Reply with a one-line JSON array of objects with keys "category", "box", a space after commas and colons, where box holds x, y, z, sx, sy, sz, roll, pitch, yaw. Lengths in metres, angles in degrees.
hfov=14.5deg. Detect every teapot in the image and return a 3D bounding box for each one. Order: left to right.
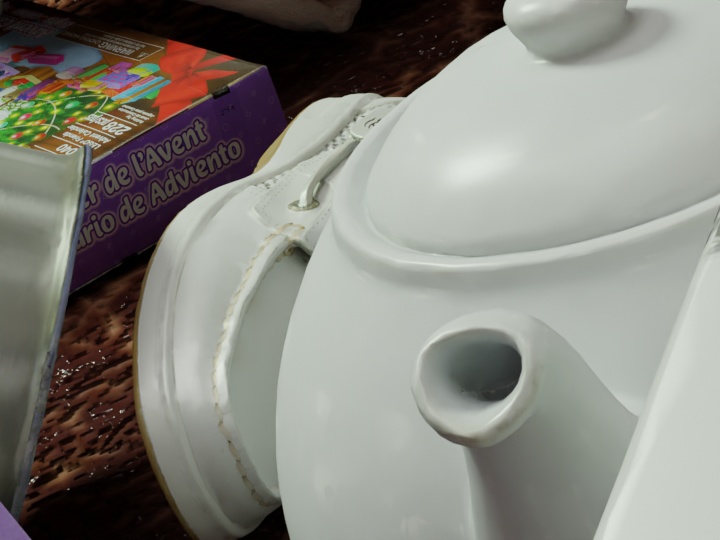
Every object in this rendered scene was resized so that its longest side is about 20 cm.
[{"category": "teapot", "box": [0.063, 0.001, 0.598, 0.197, 0.146, 0.200, -29, 25, -21]}]

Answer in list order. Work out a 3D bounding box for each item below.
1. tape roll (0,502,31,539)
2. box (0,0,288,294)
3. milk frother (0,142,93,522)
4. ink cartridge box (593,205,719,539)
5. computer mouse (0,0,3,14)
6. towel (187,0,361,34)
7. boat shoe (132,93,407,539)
[{"category": "tape roll", "box": [-0.091, 0.096, 0.447, 0.066, 0.201, 0.200, -33, 27, -28]}, {"category": "box", "box": [-0.129, -0.037, 0.954, 0.137, 0.039, 0.200, -32, 27, -23]}, {"category": "milk frother", "box": [-0.182, 0.041, 0.735, 0.187, 0.181, 0.200, 13, -10, -8]}, {"category": "ink cartridge box", "box": [0.113, 0.031, 0.434, 0.085, 0.146, 0.200, 2, 50, 33]}, {"category": "computer mouse", "box": [-0.200, -0.059, 0.950, 0.138, 0.053, 0.200, -8, 17, 7]}, {"category": "towel", "box": [-0.121, -0.132, 1.039, 0.190, 0.032, 0.200, 12, 10, -29]}, {"category": "boat shoe", "box": [0.000, 0.000, 0.737, 0.069, 0.071, 0.200, -11, 24, 23]}]
